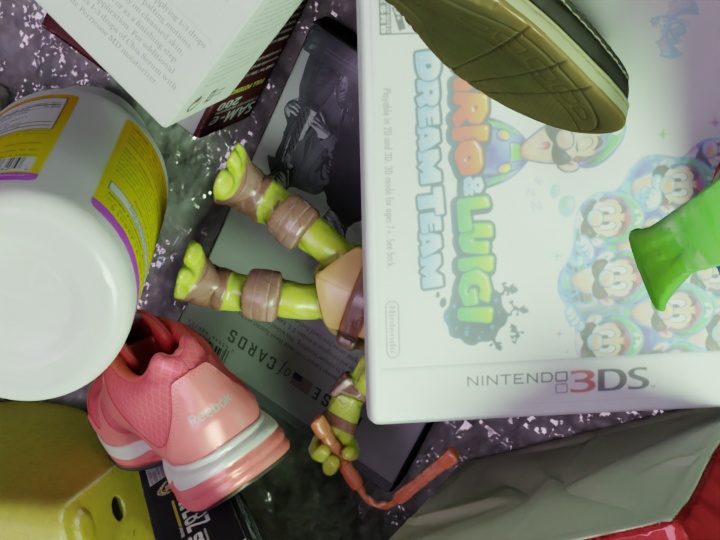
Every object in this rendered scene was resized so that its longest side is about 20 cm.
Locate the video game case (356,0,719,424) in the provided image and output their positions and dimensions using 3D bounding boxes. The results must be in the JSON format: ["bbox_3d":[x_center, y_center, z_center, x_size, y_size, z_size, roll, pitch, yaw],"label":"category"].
[{"bbox_3d":[0.090,-0.033,0.771,0.180,0.024,0.202,-2,101,-5],"label":"video game case"}]

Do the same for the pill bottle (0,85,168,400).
[{"bbox_3d":[-0.150,-0.026,0.837,0.103,0.200,0.105,0,114,1],"label":"pill bottle"}]

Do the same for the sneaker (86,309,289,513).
[{"bbox_3d":[-0.099,0.053,0.862,0.087,0.073,0.200,63,160,-16],"label":"sneaker"}]

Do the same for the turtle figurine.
[{"bbox_3d":[0.000,0.000,0.829,0.160,0.064,0.202,25,101,2],"label":"turtle figurine"}]

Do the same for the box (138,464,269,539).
[{"bbox_3d":[-0.048,0.178,0.851,0.049,0.200,0.162,-32,105,-5],"label":"box"}]

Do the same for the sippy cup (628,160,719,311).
[{"bbox_3d":[0.204,-0.032,0.698,0.176,0.130,0.141,16,77,-2],"label":"sippy cup"}]

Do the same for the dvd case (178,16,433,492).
[{"bbox_3d":[-0.001,-0.005,0.878,0.150,0.025,0.201,34,117,13],"label":"dvd case"}]

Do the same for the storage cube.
[{"bbox_3d":[0.116,0.183,0.793,0.198,0.171,0.182,-16,97,29],"label":"storage cube"}]

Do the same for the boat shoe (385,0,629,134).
[{"bbox_3d":[0.044,-0.129,0.692,0.200,0.067,0.072,33,161,-27],"label":"boat shoe"}]

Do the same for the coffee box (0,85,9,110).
[{"bbox_3d":[-0.288,-0.026,0.961,0.079,0.113,0.201,34,117,13],"label":"coffee box"}]

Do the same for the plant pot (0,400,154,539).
[{"bbox_3d":[-0.204,0.180,0.945,0.198,0.195,0.196,-13,99,20],"label":"plant pot"}]

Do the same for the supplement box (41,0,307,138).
[{"bbox_3d":[-0.068,-0.180,0.839,0.108,0.061,0.201,35,118,11],"label":"supplement box"}]

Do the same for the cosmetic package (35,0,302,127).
[{"bbox_3d":[-0.054,-0.174,0.759,0.101,0.071,0.200,44,118,3],"label":"cosmetic package"}]
